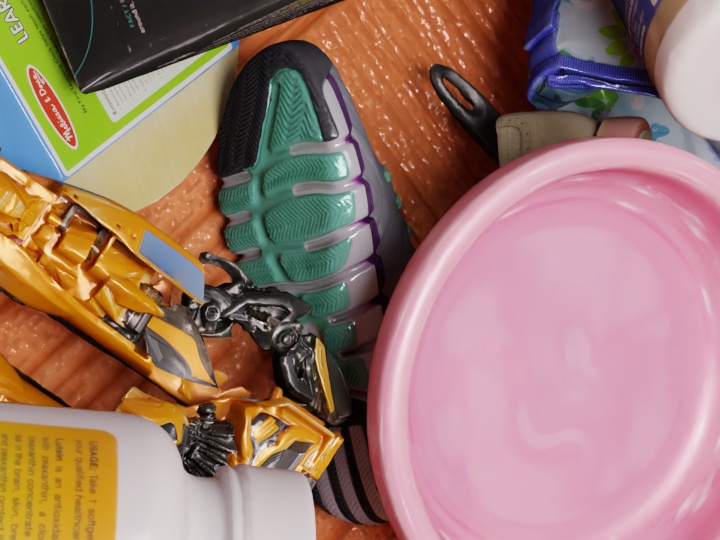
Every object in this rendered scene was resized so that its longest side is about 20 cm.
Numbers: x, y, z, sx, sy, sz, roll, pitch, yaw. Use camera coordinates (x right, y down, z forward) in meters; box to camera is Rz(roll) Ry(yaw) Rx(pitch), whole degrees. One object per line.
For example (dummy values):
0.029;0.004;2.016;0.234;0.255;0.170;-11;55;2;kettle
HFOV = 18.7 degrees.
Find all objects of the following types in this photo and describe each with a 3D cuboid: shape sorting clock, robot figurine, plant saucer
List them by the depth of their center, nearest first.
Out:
-0.093;0.048;0.814;0.199;0.058;0.146;36;84;-23;robot figurine
-0.126;-0.116;0.856;0.199;0.039;0.202;18;64;-44;shape sorting clock
0.086;0.045;0.878;0.199;0.051;0.202;-5;101;-27;plant saucer

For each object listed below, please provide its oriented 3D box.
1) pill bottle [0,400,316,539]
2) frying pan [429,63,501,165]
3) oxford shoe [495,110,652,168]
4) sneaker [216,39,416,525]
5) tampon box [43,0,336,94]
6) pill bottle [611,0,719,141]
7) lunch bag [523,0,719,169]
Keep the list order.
-0.120;0.100;0.728;0.198;0.111;0.112;6;75;-12;pill bottle
0.093;-0.006;1.000;0.189;0.031;0.116;22;66;-28;frying pan
0.078;0.029;0.953;0.071;0.073;0.202;-3;103;-72;oxford shoe
0.000;0.000;0.915;0.087;0.074;0.202;-20;103;-48;sneaker
-0.034;-0.177;0.854;0.200;0.126;0.151;-30;99;-54;tampon box
0.142;-0.162;0.911;0.110;0.111;0.201;7;48;-35;pill bottle
0.168;-0.111;1.016;0.199;0.127;0.171;24;52;-20;lunch bag
